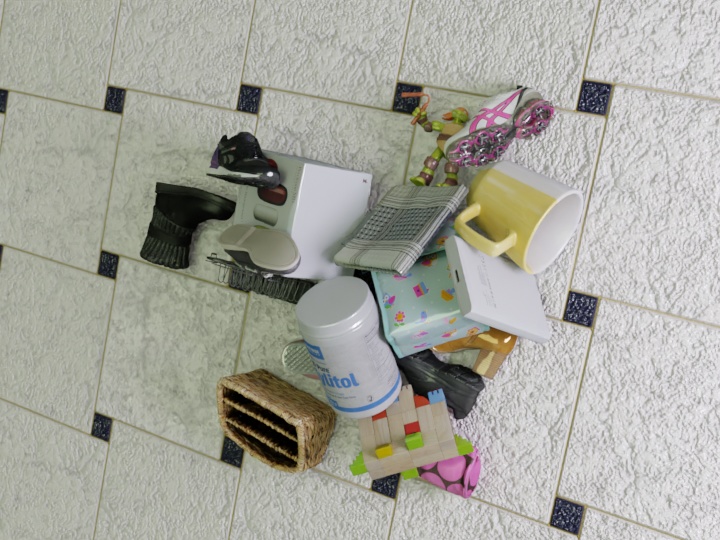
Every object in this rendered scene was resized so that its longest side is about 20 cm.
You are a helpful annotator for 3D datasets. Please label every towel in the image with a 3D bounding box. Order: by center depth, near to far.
[{"bbox_3d":[0.057,-0.074,1.546,0.193,0.035,0.199,-51,29,-20],"label":"towel"}]

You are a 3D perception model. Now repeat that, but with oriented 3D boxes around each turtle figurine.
[{"bbox_3d":[0.140,-0.213,1.618,0.197,0.064,0.163,21,81,13],"label":"turtle figurine"}]

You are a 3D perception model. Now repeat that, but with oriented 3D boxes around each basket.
[{"bbox_3d":[-0.168,0.284,1.741,0.198,0.148,0.145,25,102,23],"label":"basket"}]

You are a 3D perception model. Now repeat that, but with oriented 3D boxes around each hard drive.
[{"bbox_3d":[0.215,0.032,1.496,0.026,0.198,0.134,-33,53,34],"label":"hard drive"}]

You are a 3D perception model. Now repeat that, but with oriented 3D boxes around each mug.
[{"bbox_3d":[0.241,-0.100,1.517,0.153,0.186,0.151,38,105,29],"label":"mug"}]

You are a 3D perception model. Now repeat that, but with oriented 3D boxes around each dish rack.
[{"bbox_3d":[-0.180,0.017,1.715,0.151,0.199,0.056,14,89,25],"label":"dish rack"}]

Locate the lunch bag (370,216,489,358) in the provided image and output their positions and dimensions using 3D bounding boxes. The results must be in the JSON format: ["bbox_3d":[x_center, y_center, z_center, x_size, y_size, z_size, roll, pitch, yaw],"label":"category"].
[{"bbox_3d":[0.106,0.015,1.565,0.168,0.122,0.203,-17,63,9],"label":"lunch bag"}]

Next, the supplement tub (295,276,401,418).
[{"bbox_3d":[-0.017,0.127,1.559,0.130,0.133,0.202,-3,126,26],"label":"supplement tub"}]

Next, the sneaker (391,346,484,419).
[{"bbox_3d":[0.112,0.186,1.644,0.198,0.076,0.092,29,113,27],"label":"sneaker"}]

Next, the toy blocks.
[{"bbox_3d":[0.074,0.253,1.580,0.197,0.101,0.138,-16,44,6],"label":"toy blocks"}]

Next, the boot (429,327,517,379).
[{"bbox_3d":[0.173,0.077,1.617,0.199,0.071,0.146,26,96,20],"label":"boot"}]

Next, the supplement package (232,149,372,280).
[{"bbox_3d":[-0.108,-0.097,1.665,0.199,0.145,0.195,20,101,51],"label":"supplement package"}]

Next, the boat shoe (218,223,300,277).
[{"bbox_3d":[-0.155,-0.024,1.569,0.073,0.063,0.199,-45,39,-23],"label":"boat shoe"}]

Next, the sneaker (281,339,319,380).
[{"bbox_3d":[-0.045,0.166,1.727,0.197,0.105,0.077,13,88,-4],"label":"sneaker"}]

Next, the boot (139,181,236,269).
[{"bbox_3d":[-0.329,-0.077,1.848,0.209,0.079,0.161,12,90,36],"label":"boot"}]

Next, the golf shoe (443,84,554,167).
[{"bbox_3d":[0.210,-0.232,1.546,0.198,0.073,0.092,-28,50,-17],"label":"golf shoe"}]

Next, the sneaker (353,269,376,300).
[{"bbox_3d":[0.000,0.000,1.687,0.072,0.082,0.203,26,103,21],"label":"sneaker"}]

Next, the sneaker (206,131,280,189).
[{"bbox_3d":[-0.196,-0.191,1.616,0.199,0.075,0.089,16,91,52],"label":"sneaker"}]

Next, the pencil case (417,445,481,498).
[{"bbox_3d":[0.113,0.306,1.637,0.198,0.091,0.095,22,93,22],"label":"pencil case"}]
